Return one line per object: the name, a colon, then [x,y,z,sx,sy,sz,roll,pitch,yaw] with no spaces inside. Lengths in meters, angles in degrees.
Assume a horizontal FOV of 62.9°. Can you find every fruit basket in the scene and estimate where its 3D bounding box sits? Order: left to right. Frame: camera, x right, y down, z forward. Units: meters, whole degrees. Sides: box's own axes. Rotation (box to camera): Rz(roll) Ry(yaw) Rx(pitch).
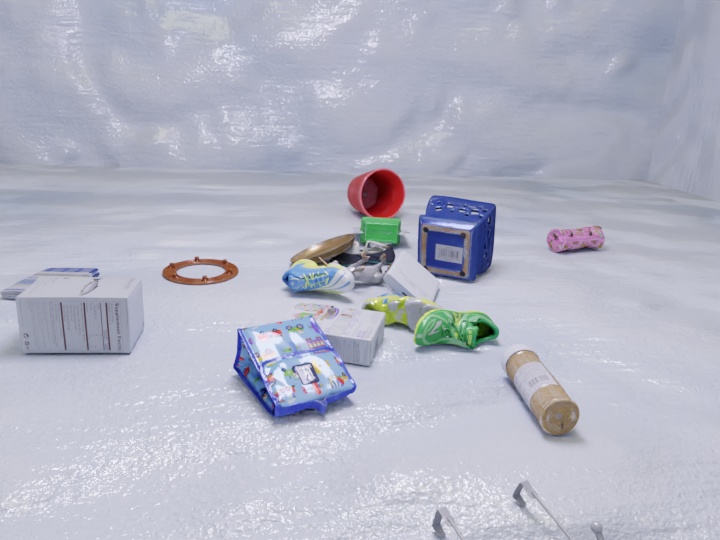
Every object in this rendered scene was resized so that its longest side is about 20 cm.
fruit basket: [0.065,-0.127,1.957,0.184,0.095,0.200,3,3,-3]

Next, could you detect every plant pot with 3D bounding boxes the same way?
plant pot: [-0.104,-0.055,1.676,0.199,0.028,0.200,-21,13,5]
plant pot: [0.047,-0.298,2.293,0.199,0.202,0.177,-6,11,-26]
plant pot: [0.264,-0.084,1.666,0.198,0.202,0.180,11,27,22]

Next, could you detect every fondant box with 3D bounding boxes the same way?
fondant box: [-0.060,0.124,1.201,0.198,0.059,0.144,8,19,12]

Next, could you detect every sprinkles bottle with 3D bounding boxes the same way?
sprinkles bottle: [0.305,0.199,1.018,0.068,0.069,0.200,1,19,-6]

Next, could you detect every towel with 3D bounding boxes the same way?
towel: [-0.743,0.030,1.425,0.146,0.024,0.200,2,17,3]

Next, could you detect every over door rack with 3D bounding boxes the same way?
over door rack: [0.194,0.312,0.667,0.147,0.067,0.200,-5,20,-26]

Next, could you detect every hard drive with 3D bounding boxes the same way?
hard drive: [0.131,0.026,1.463,0.132,0.026,0.200,42,22,-1]

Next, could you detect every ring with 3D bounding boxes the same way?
ring: [-0.429,-0.004,1.582,0.199,0.019,0.201,2,19,-1]

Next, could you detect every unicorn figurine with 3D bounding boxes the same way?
unicorn figurine: [0.000,0.000,1.536,0.199,0.074,0.137,19,-31,-18]

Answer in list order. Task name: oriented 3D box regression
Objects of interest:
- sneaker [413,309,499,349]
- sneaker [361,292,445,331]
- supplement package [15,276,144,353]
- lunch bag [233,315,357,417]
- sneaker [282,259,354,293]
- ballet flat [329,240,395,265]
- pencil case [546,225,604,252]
sneaker: [0.202,0.121,1.223,0.198,0.075,0.083,-5,16,-24]
sneaker: [0.106,0.082,1.323,0.198,0.076,0.105,8,18,17]
supplement package: [-0.537,0.085,1.146,0.198,0.118,0.117,1,18,-8]
lunch bag: [-0.112,0.179,1.018,0.150,0.095,0.200,-8,34,-32]
sneaker: [-0.112,0.029,1.452,0.199,0.076,0.105,9,29,40]
ballet flat: [0.007,-0.053,1.719,0.198,0.074,0.073,-2,19,-14]
pencil case: [0.721,-0.106,1.973,0.198,0.087,0.083,-5,50,-22]
